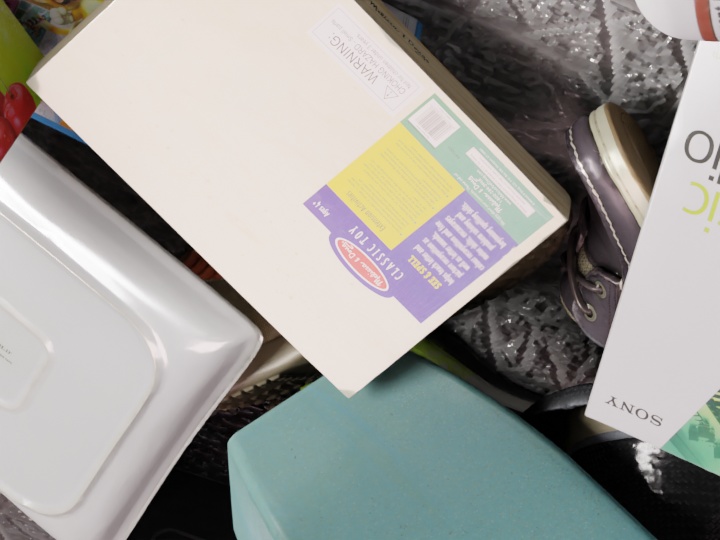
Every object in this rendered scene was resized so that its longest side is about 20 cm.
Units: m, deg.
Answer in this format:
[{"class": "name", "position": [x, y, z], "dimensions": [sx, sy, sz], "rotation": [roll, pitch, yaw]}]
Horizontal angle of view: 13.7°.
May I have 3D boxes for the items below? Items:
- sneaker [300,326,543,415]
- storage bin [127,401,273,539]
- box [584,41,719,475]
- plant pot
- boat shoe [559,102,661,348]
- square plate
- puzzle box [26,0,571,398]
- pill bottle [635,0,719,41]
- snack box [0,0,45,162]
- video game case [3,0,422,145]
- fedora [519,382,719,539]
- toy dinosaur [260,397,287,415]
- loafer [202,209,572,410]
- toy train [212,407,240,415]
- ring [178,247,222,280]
[{"class": "sneaker", "position": [0.046, 0.093, 1.468], "dimensions": [0.200, 0.083, 0.072], "rotation": [33, 140, -24]}, {"class": "storage bin", "position": [-0.049, 0.151, 1.532], "dimensions": [0.199, 0.136, 0.094], "rotation": [18, 144, -5]}, {"class": "box", "position": [0.184, -0.002, 1.214], "dimensions": [0.144, 0.036, 0.201], "rotation": [23, 118, 19]}, {"class": "plant pot", "position": [0.036, 0.140, 1.319], "dimensions": [0.200, 0.141, 0.141], "rotation": [49, 160, 25]}, {"class": "boat shoe", "position": [0.120, 0.005, 1.330], "dimensions": [0.065, 0.072, 0.200], "rotation": [-19, 141, 10]}, {"class": "square plate", "position": [-0.163, 0.029, 1.385], "dimensions": [0.200, 0.028, 0.198], "rotation": [39, 133, 4]}, {"class": "puzzle box", "position": [-0.025, -0.054, 1.264], "dimensions": [0.133, 0.025, 0.200], "rotation": [-39, 105, 22]}, {"class": "pill bottle", "position": [0.163, -0.138, 1.099], "dimensions": [0.199, 0.112, 0.112], "rotation": [4, 143, 15]}, {"class": "snack box", "position": [-0.220, -0.108, 1.212], "dimensions": [0.053, 0.142, 0.200], "rotation": [-17, 120, 33]}, {"class": "video game case", "position": [-0.093, -0.104, 1.298], "dimensions": [0.200, 0.018, 0.143], "rotation": [26, 135, -15]}, {"class": "fedora", "position": [0.161, 0.112, 1.365], "dimensions": [0.200, 0.092, 0.201], "rotation": [2, 164, 1]}, {"class": "toy dinosaur", "position": [0.005, 0.118, 1.450], "dimensions": [0.101, 0.200, 0.058], "rotation": [4, 131, -47]}, {"class": "loafer", "position": [0.000, 0.000, 1.359], "dimensions": [0.200, 0.068, 0.076], "rotation": [-25, 171, 17]}, {"class": "toy train", "position": [-0.144, 0.019, 1.451], "dimensions": [0.200, 0.034, 0.046], "rotation": [25, 130, -12]}, {"class": "ring", "position": [-0.141, -0.031, 1.424], "dimensions": [0.200, 0.019, 0.201], "rotation": [9, 144, 7]}]
